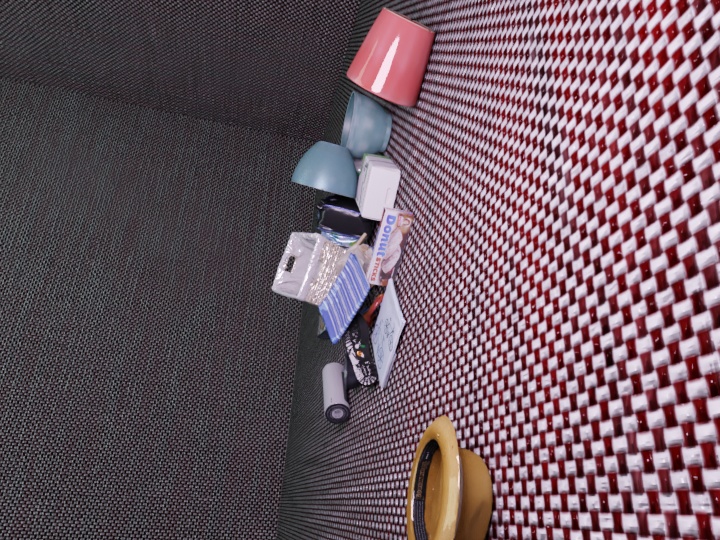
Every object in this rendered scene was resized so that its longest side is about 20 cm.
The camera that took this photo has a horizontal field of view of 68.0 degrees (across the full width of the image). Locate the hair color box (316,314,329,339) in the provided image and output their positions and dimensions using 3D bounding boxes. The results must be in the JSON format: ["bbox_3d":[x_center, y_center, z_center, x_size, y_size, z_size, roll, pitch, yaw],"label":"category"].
[{"bbox_3d":[-0.125,0.206,2.108,0.200,0.060,0.101,132,145,-69],"label":"hair color box"}]

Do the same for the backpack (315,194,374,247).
[{"bbox_3d":[-0.046,-0.159,1.679,0.200,0.180,0.149,-79,0,-69],"label":"backpack"}]

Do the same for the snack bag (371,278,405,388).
[{"bbox_3d":[0.066,0.143,1.274,0.189,0.021,0.202,-101,22,-59],"label":"snack bag"}]

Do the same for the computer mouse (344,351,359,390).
[{"bbox_3d":[-0.019,0.272,1.536,0.200,0.052,0.141,-88,0,-76],"label":"computer mouse"}]

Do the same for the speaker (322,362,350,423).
[{"bbox_3d":[-0.079,0.380,1.675,0.201,0.080,0.082,-102,23,-62],"label":"speaker"}]

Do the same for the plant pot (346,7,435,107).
[{"bbox_3d":[0.086,-0.531,1.322,0.201,0.198,0.179,-99,31,-58],"label":"plant pot"}]

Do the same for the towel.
[{"bbox_3d":[-0.045,0.072,1.372,0.201,0.024,0.146,-59,35,28],"label":"towel"}]

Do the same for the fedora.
[{"bbox_3d":[0.121,0.300,0.707,0.201,0.081,0.203,-167,90,-83],"label":"fedora"}]

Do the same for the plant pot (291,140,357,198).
[{"bbox_3d":[-0.095,-0.305,1.584,0.200,0.197,0.137,-130,54,-76],"label":"plant pot"}]

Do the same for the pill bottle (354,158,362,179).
[{"bbox_3d":[-0.015,-0.285,1.789,0.114,0.111,0.201,-92,15,-45],"label":"pill bottle"}]

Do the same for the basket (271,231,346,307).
[{"bbox_3d":[-0.137,0.004,1.615,0.199,0.160,0.201,10,79,58],"label":"basket"}]

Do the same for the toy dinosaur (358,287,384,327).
[{"bbox_3d":[0.028,0.121,1.448,0.202,0.104,0.181,67,161,-8],"label":"toy dinosaur"}]

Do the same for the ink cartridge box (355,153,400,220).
[{"bbox_3d":[0.045,-0.239,1.514,0.200,0.083,0.148,-106,26,-68],"label":"ink cartridge box"}]

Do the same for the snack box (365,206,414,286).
[{"bbox_3d":[0.068,-0.053,1.285,0.024,0.071,0.202,-96,18,-58],"label":"snack box"}]

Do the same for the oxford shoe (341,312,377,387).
[{"bbox_3d":[-0.006,0.204,1.384,0.085,0.072,0.203,88,171,-69],"label":"oxford shoe"}]

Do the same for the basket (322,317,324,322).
[{"bbox_3d":[-0.087,0.057,1.801,0.177,0.138,0.202,-100,34,-62],"label":"basket"}]

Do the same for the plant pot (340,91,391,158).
[{"bbox_3d":[0.022,-0.441,1.672,0.200,0.132,0.203,-170,90,-79],"label":"plant pot"}]

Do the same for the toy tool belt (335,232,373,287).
[{"bbox_3d":[0.000,0.000,1.525,0.201,0.123,0.124,88,-160,-48],"label":"toy tool belt"}]
